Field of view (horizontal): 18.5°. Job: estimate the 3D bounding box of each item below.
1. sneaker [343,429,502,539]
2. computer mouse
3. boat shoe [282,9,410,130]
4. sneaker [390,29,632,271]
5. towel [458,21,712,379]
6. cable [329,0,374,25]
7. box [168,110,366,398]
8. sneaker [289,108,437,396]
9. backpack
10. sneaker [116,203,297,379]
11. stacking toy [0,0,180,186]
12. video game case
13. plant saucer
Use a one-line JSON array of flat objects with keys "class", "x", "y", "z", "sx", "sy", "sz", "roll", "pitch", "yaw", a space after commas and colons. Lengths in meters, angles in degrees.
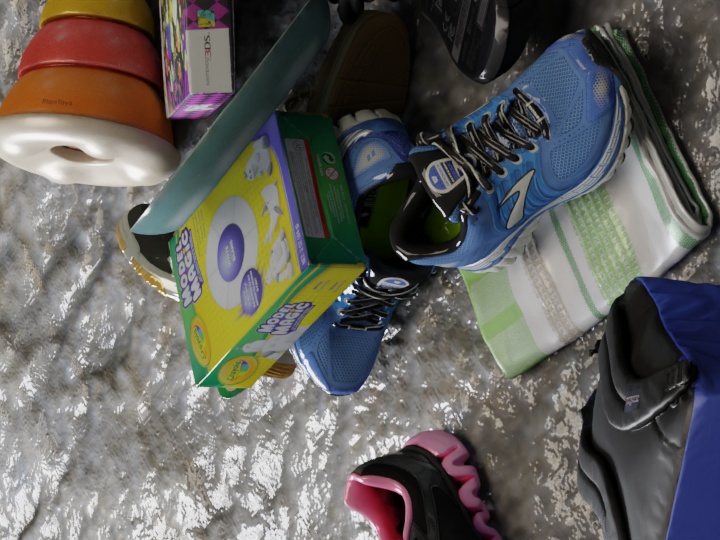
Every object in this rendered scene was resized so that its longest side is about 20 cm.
[{"class": "sneaker", "x": 0.056, "y": 0.195, "z": 1.417, "sx": 0.200, "sy": 0.095, "sz": 0.079, "roll": 55, "pitch": 130, "yaw": 27}, {"class": "computer mouse", "x": 0.073, "y": -0.206, "z": 1.366, "sx": 0.200, "sy": 0.046, "sz": 0.141, "roll": -126, "pitch": 42, "yaw": -58}, {"class": "boat shoe", "x": -0.026, "y": -0.089, "z": 1.488, "sx": 0.069, "sy": 0.074, "sz": 0.201, "roll": 37, "pitch": 119, "yaw": 39}, {"class": "sneaker", "x": 0.084, "y": -0.062, "z": 1.301, "sx": 0.079, "sy": 0.089, "sz": 0.200, "roll": 59, "pitch": 135, "yaw": 24}, {"class": "towel", "x": 0.120, "y": -0.038, "z": 1.360, "sx": 0.200, "sy": 0.031, "sz": 0.150, "roll": -41, "pitch": 64, "yaw": 44}, {"class": "cable", "x": 0.012, "y": -0.260, "z": 1.409, "sx": 0.163, "sy": 0.051, "sz": 0.201, "roll": 119, "pitch": 154, "yaw": -71}, {"class": "box", "x": -0.071, "y": -0.005, "z": 1.461, "sx": 0.200, "sy": 0.048, "sz": 0.118, "roll": -49, "pitch": 47, "yaw": 49}, {"class": "sneaker", "x": 0.000, "y": 0.000, "z": 1.448, "sx": 0.089, "sy": 0.078, "sz": 0.201, "roll": -127, "pitch": 40, "yaw": -51}, {"class": "backpack", "x": 0.202, "y": 0.101, "z": 1.186, "sx": 0.200, "sy": 0.167, "sz": 0.163, "roll": -113, "pitch": 35, "yaw": -69}, {"class": "sneaker", "x": -0.096, "y": -0.006, "z": 1.596, "sx": 0.200, "sy": 0.076, "sz": 0.088, "roll": 38, "pitch": 108, "yaw": 35}, {"class": "stacking toy", "x": -0.196, "y": -0.171, "z": 1.663, "sx": 0.146, "sy": 0.146, "sz": 0.201, "roll": -7, "pitch": 71, "yaw": 49}, {"class": "video game case", "x": -0.116, "y": -0.202, "z": 1.531, "sx": 0.200, "sy": 0.036, "sz": 0.182, "roll": 177, "pitch": 89, "yaw": -80}, {"class": "plant saucer", "x": -0.078, "y": -0.097, "z": 1.428, "sx": 0.027, "sy": 0.200, "sz": 0.200, "roll": 38, "pitch": 131, "yaw": -5}]
